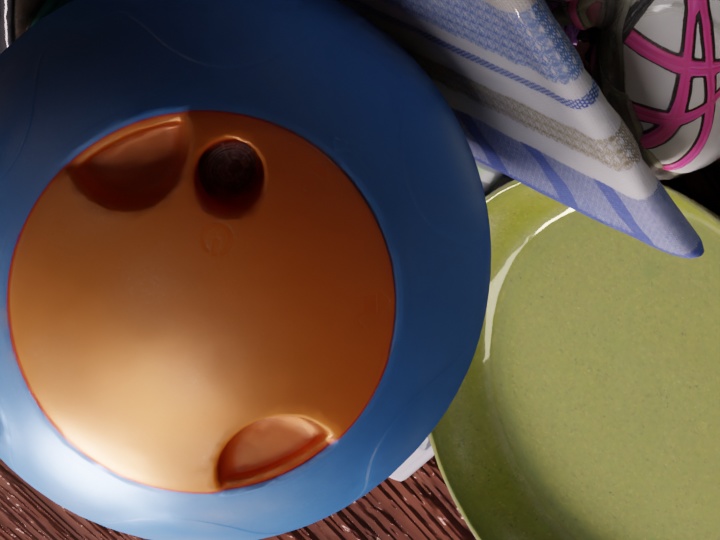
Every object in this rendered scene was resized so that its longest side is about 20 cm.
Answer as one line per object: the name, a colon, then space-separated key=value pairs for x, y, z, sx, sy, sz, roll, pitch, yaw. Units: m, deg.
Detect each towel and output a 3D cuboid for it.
towel: x=0.032 y=-0.088 z=0.994 sx=0.147 sy=0.024 sz=0.200 roll=30 pitch=165 yaw=46

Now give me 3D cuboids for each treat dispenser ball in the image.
treat dispenser ball: x=-0.054 y=-0.005 z=1.020 sx=0.200 sy=0.202 sz=0.201 roll=14 pitch=154 yaw=7

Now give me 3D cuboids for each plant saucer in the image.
plant saucer: x=0.108 y=0.053 z=1.122 sx=0.199 sy=0.031 sz=0.201 roll=18 pitch=119 yaw=36

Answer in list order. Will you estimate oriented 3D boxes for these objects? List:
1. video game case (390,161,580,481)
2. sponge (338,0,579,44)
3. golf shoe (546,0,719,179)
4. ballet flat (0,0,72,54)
video game case: x=0.000 y=0.000 z=1.186 sx=0.181 sy=0.023 sz=0.200 roll=25 pitch=134 yaw=-24
sponge: x=-0.023 y=-0.121 z=1.089 sx=0.199 sy=0.030 sz=0.112 roll=7 pitch=151 yaw=23
golf shoe: x=0.115 y=-0.093 z=1.006 sx=0.092 sy=0.073 sz=0.200 roll=-14 pitch=153 yaw=10
ballet flat: x=-0.121 y=-0.122 z=1.058 sx=0.073 sy=0.073 sz=0.200 roll=12 pitch=154 yaw=11
